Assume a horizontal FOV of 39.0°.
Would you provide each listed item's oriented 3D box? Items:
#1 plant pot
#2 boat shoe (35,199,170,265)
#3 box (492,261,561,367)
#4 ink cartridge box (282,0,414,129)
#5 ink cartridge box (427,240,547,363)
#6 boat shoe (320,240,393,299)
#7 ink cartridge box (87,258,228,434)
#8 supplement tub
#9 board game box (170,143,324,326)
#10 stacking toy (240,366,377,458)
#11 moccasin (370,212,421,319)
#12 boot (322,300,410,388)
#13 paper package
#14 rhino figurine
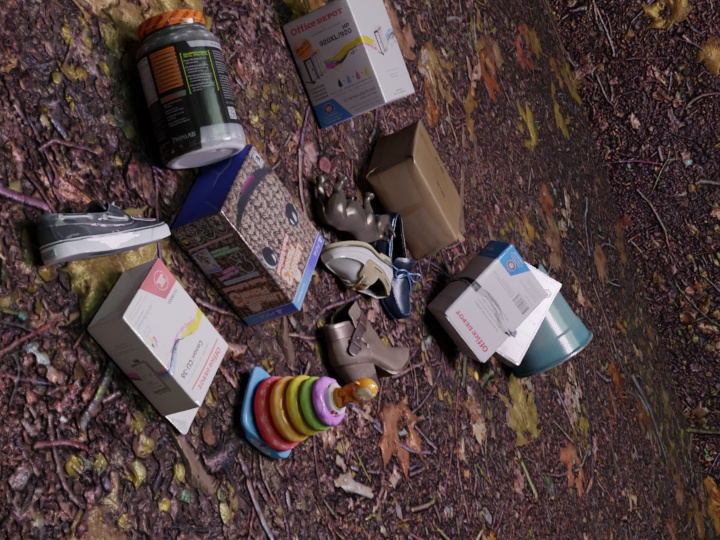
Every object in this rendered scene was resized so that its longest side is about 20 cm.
[{"bbox_3d":[0.383,0.104,2.265,0.197,0.199,0.200,60,31,-6],"label":"plant pot"},{"bbox_3d":[-0.316,-0.054,1.255,0.200,0.071,0.068,-15,89,-54],"label":"boat shoe"},{"bbox_3d":[0.322,0.089,2.139,0.116,0.060,0.201,30,78,-4],"label":"box"},{"bbox_3d":[-0.020,-0.386,1.854,0.145,0.147,0.201,-34,104,-60],"label":"ink cartridge box"},{"bbox_3d":[0.254,0.061,2.037,0.200,0.084,0.145,-44,113,-12],"label":"ink cartridge box"},{"bbox_3d":[0.000,0.000,1.760,0.200,0.074,0.069,18,58,-54],"label":"boat shoe"},{"bbox_3d":[-0.242,0.100,1.296,0.200,0.067,0.117,56,33,-28],"label":"ink cartridge box"},{"bbox_3d":[-0.242,-0.253,1.427,0.122,0.122,0.201,-9,83,-61],"label":"supplement tub"},{"bbox_3d":[-0.160,-0.050,1.486,0.200,0.096,0.160,53,35,-31],"label":"board game box"},{"bbox_3d":[-0.061,0.187,1.427,0.116,0.199,0.110,47,38,-39],"label":"stacking toy"},{"bbox_3d":[0.063,-0.012,1.880,0.080,0.068,0.201,-4,78,-60],"label":"moccasin"},{"bbox_3d":[0.010,0.120,1.723,0.147,0.070,0.200,65,29,-9],"label":"boot"},{"bbox_3d":[0.109,-0.159,1.981,0.201,0.103,0.191,58,22,-24],"label":"paper package"},{"bbox_3d":[-0.005,-0.095,1.801,0.199,0.060,0.088,27,58,-43],"label":"rhino figurine"}]
